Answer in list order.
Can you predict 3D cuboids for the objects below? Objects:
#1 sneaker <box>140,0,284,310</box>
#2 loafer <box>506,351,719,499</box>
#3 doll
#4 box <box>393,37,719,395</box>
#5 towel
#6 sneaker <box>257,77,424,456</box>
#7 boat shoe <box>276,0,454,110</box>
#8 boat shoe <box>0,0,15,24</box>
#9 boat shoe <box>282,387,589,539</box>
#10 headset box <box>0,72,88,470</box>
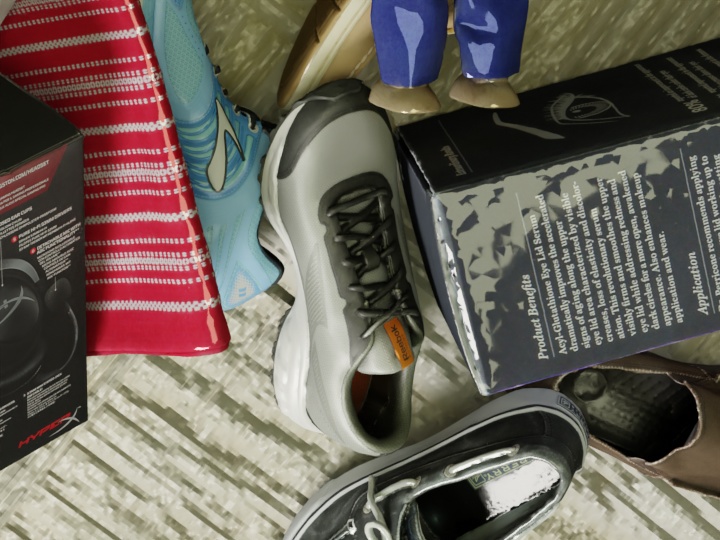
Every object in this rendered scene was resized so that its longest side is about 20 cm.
[{"bbox_3d":[-0.081,-0.072,1.135,0.090,0.078,0.201,-14,114,-15],"label":"sneaker"},{"bbox_3d":[0.169,0.085,1.194,0.199,0.071,0.073,16,103,-10],"label":"loafer"},{"bbox_3d":[0.035,-0.174,1.049,0.136,0.048,0.201,-4,106,-14],"label":"doll"},{"bbox_3d":[0.128,-0.033,1.120,0.199,0.148,0.105,-15,107,-1],"label":"box"},{"bbox_3d":[-0.135,-0.053,1.100,0.022,0.144,0.201,-28,110,-42],"label":"towel"},{"bbox_3d":[0.000,0.000,1.128,0.074,0.079,0.201,-20,123,-29],"label":"sneaker"},{"bbox_3d":[0.036,-0.147,1.116,0.069,0.074,0.200,33,103,-15],"label":"boat shoe"},{"bbox_3d":[-0.214,-0.107,1.075,0.071,0.072,0.200,-11,137,-47],"label":"boat shoe"},{"bbox_3d":[0.031,0.134,1.167,0.199,0.068,0.074,-28,108,25],"label":"boat shoe"},{"bbox_3d":[-0.204,0.011,1.060,0.149,0.077,0.201,-31,140,-34],"label":"headset box"}]
